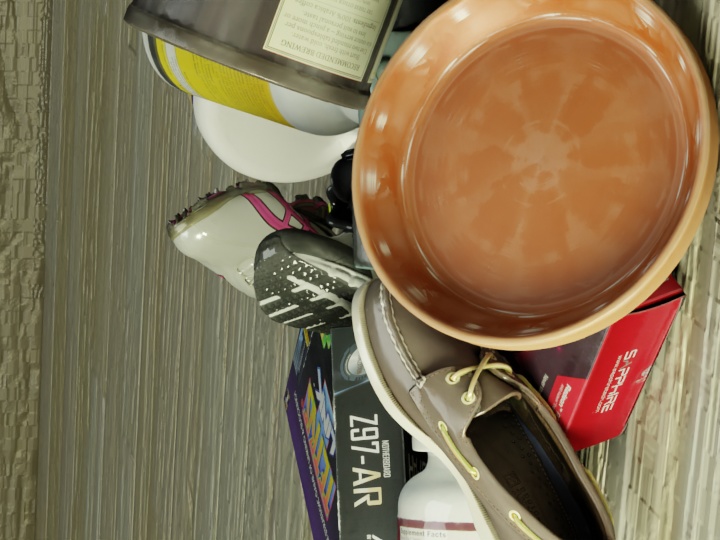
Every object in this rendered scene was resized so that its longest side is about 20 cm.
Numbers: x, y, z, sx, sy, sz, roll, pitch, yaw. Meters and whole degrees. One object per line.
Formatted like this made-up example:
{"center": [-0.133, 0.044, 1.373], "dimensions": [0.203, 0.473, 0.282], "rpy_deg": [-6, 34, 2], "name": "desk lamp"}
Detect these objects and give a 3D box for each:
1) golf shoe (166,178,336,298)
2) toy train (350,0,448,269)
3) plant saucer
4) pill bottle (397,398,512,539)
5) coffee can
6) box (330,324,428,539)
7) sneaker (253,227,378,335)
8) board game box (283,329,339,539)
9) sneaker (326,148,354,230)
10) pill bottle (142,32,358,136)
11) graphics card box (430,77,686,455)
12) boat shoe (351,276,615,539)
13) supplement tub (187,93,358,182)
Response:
{"center": [-0.065, -0.012, 1.909], "dimensions": [0.073, 0.200, 0.092], "rpy_deg": [-35, 69, 24], "name": "golf shoe"}
{"center": [0.041, -0.086, 1.553], "dimensions": [0.114, 0.085, 0.200], "rpy_deg": [-13, -75, -61], "name": "toy train"}
{"center": [0.090, -0.056, 1.325], "dimensions": [0.032, 0.200, 0.200], "rpy_deg": [26, -125, -59], "name": "plant saucer"}
{"center": [0.076, 0.170, 1.458], "dimensions": [0.110, 0.110, 0.200], "rpy_deg": [172, 97, -75], "name": "pill bottle"}
{"center": [-0.030, -0.208, 1.449], "dimensions": [0.146, 0.146, 0.200], "rpy_deg": [-141, 71, -71], "name": "coffee can"}
{"center": [0.027, 0.126, 1.601], "dimensions": [0.200, 0.044, 0.160], "rpy_deg": [41, -135, -73], "name": "box"}
{"center": [0.000, 0.000, 1.618], "dimensions": [0.074, 0.200, 0.080], "rpy_deg": [-13, 69, 32], "name": "sneaker"}
{"center": [-0.003, 0.110, 1.860], "dimensions": [0.200, 0.057, 0.165], "rpy_deg": [-105, 22, -44], "name": "board game box"}
{"center": [0.024, -0.054, 1.700], "dimensions": [0.200, 0.083, 0.072], "rpy_deg": [134, 133, -69], "name": "sneaker"}
{"center": [-0.042, -0.151, 1.696], "dimensions": [0.200, 0.112, 0.112], "rpy_deg": [21, 114, 42], "name": "pill bottle"}
{"center": [0.087, -0.014, 1.401], "dimensions": [0.200, 0.051, 0.125], "rpy_deg": [56, 150, 29], "name": "graphics card box"}
{"center": [0.067, 0.079, 1.370], "dimensions": [0.200, 0.072, 0.060], "rpy_deg": [59, 146, 11], "name": "boat shoe"}
{"center": [-0.066, -0.172, 1.916], "dimensions": [0.200, 0.145, 0.145], "rpy_deg": [-111, 25, -54], "name": "supplement tub"}
